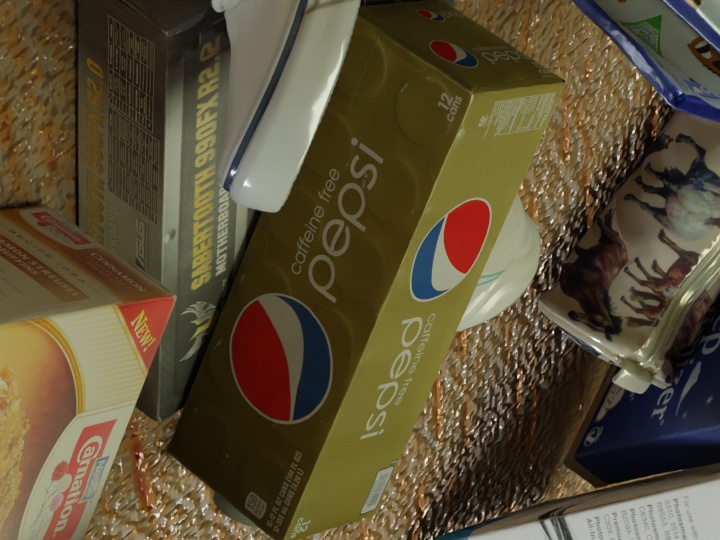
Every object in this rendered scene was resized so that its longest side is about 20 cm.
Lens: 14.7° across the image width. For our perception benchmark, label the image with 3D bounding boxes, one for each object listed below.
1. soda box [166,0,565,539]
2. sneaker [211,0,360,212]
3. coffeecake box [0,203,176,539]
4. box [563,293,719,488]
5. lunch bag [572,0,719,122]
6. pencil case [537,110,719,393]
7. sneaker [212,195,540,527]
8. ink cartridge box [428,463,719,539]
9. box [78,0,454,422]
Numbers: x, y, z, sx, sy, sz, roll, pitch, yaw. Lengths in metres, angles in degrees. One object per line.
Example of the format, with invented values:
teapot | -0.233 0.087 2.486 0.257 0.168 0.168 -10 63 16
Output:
soda box | 0.000 0.000 1.050 0.064 0.068 0.200 -11 130 -52
sneaker | -0.030 -0.121 0.932 0.073 0.071 0.200 141 -39 -83
coffeecake box | -0.173 0.067 0.948 0.200 0.073 0.154 -11 128 -55
box | 0.187 0.041 1.382 0.200 0.032 0.121 -18 -141 59
lunch bag | 0.143 -0.177 1.110 0.200 0.124 0.170 44 80 -26
pencil case | 0.172 -0.033 1.375 0.078 0.089 0.200 37 89 -24
sneaker | -0.002 0.022 1.192 0.200 0.070 0.080 -51 144 -23
ink cartridge box | 0.147 0.150 1.421 0.146 0.200 0.084 -9 84 -53
box | -0.035 -0.058 1.058 0.158 0.048 0.200 -34 146 -33
